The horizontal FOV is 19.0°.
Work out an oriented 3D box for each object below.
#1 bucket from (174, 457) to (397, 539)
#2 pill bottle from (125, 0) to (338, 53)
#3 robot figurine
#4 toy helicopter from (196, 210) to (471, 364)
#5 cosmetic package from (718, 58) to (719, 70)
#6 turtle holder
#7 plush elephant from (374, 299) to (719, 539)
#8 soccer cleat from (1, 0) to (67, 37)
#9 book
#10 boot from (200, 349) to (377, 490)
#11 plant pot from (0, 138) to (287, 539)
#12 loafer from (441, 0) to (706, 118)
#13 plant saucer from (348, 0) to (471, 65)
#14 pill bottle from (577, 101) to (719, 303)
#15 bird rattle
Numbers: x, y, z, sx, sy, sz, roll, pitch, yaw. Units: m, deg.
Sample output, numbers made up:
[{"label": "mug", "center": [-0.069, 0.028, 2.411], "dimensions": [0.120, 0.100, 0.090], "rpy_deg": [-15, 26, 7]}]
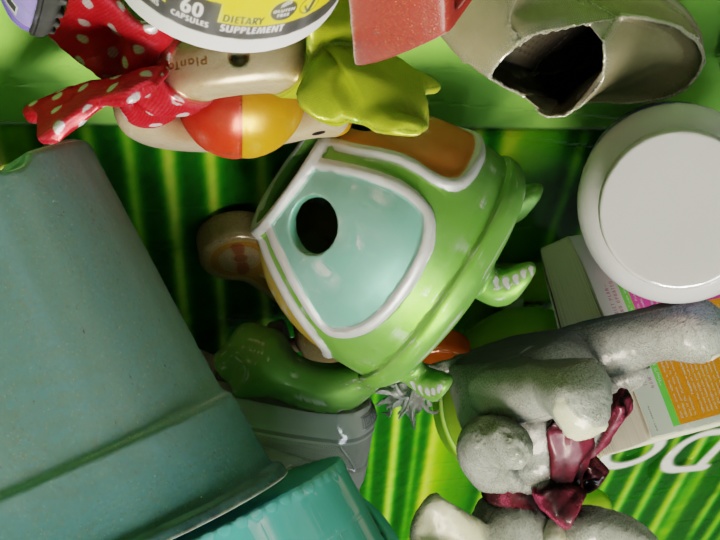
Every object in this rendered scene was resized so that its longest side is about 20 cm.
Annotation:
[{"label": "bucket", "center": [-0.064, 0.195, 1.143], "dimensions": [0.207, 0.135, 0.207], "rpy_deg": [-22, -179, 0]}, {"label": "pill bottle", "center": [-0.040, -0.192, 0.880], "dimensions": [0.111, 0.111, 0.200], "rpy_deg": [-9, 148, -21]}, {"label": "robot figurine", "center": [0.106, 0.084, 1.388], "dimensions": [0.115, 0.176, 0.200], "rpy_deg": [-6, 175, -1]}, {"label": "toy helicopter", "center": [-0.032, 0.019, 1.296], "dimensions": [0.132, 0.079, 0.200], "rpy_deg": [-27, 141, 28]}, {"label": "cosmetic package", "center": [0.315, -0.104, 1.164], "dimensions": [0.165, 0.200, 0.165], "rpy_deg": [-17, 150, -9]}, {"label": "turtle holder", "center": [0.005, -0.009, 1.190], "dimensions": [0.132, 0.141, 0.186], "rpy_deg": [32, 139, -12]}, {"label": "plush elephant", "center": [0.106, 0.118, 1.207], "dimensions": [0.200, 0.155, 0.165], "rpy_deg": [-11, -172, 34]}, {"label": "soccer cleat", "center": [-0.150, -0.173, 0.902], "dimensions": [0.073, 0.068, 0.200], "rpy_deg": [8, 150, -3]}, {"label": "book", "center": [0.205, 0.034, 1.348], "dimensions": [0.200, 0.134, 0.048], "rpy_deg": [-8, 167, -45]}, {"label": "boot", "center": [-0.093, 0.102, 1.272], "dimensions": [0.199, 0.074, 0.096], "rpy_deg": [12, 114, 10]}, {"label": "plant pot", "center": [-0.166, 0.052, 1.071], "dimensions": [0.200, 0.196, 0.200], "rpy_deg": [-24, 180, 0]}, {"label": "loafer", "center": [0.114, -0.115, 1.148], "dimensions": [0.200, 0.068, 0.076], "rpy_deg": [7, 140, -40]}, {"label": "plant saucer", "center": [0.059, -0.203, 0.879], "dimensions": [0.200, 0.037, 0.200], "rpy_deg": [-55, 161, -24]}, {"label": "pill bottle", "center": [0.174, -0.039, 1.192], "dimensions": [0.109, 0.109, 0.200], "rpy_deg": [-26, -179, 9]}, {"label": "bird rattle", "center": [-0.064, -0.086, 1.060], "dimensions": [0.199, 0.113, 0.163], "rpy_deg": [-15, 166, -6]}]
